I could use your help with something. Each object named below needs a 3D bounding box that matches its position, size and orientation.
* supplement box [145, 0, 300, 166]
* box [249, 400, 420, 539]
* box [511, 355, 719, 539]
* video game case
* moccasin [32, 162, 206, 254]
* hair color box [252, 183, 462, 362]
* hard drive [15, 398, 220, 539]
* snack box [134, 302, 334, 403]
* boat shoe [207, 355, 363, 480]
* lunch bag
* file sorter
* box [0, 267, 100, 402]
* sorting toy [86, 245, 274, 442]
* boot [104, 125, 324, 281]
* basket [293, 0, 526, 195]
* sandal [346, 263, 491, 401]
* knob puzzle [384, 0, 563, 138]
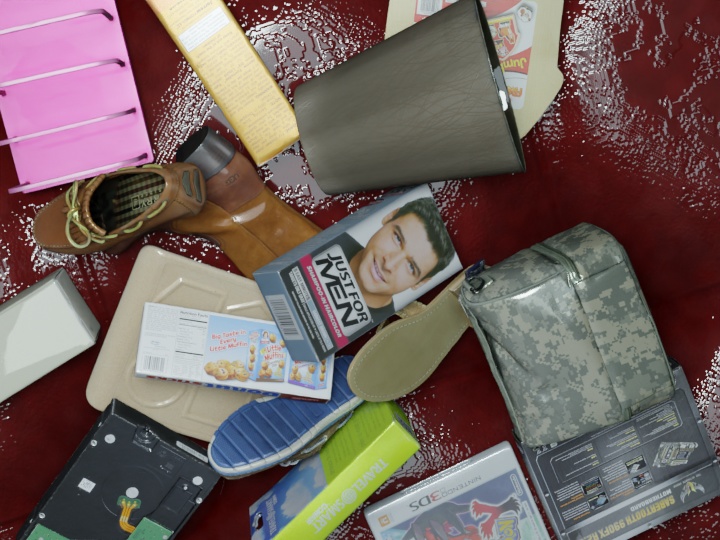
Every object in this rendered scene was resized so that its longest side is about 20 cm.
[{"bbox_3d":[-0.132,-0.205,1.224,0.068,0.067,0.201,-35,102,2],"label":"supplement box"},{"bbox_3d":[-0.030,0.219,1.287,0.200,0.122,0.048,-44,104,4],"label":"box"},{"bbox_3d":[0.288,0.209,1.355,0.198,0.048,0.160,-25,103,0],"label":"box"},{"bbox_3d":[0.123,0.317,1.372,0.180,0.023,0.202,-25,102,-1],"label":"video game case"},{"bbox_3d":[-0.240,-0.057,1.161,0.199,0.077,0.075,-7,84,32],"label":"moccasin"},{"bbox_3d":[0.000,0.000,1.235,0.199,0.060,0.100,-32,104,-29],"label":"hair color box"},{"bbox_3d":[-0.255,0.246,1.289,0.139,0.038,0.201,31,106,-19],"label":"hard drive"},{"bbox_3d":[-0.123,0.083,1.227,0.197,0.024,0.073,10,71,-13],"label":"snack box"},{"bbox_3d":[-0.069,0.166,1.265,0.198,0.072,0.073,-26,147,-28],"label":"boat shoe"},{"bbox_3d":[0.207,0.068,1.269,0.166,0.139,0.202,-26,107,-7],"label":"lunch bag"},{"bbox_3d":[-0.292,-0.185,1.175,0.137,0.125,0.203,-14,99,-3],"label":"file sorter"},{"bbox_3d":[-0.371,0.085,1.254,0.198,0.068,0.083,-30,103,0],"label":"box"},{"bbox_3d":[-0.164,0.084,1.274,0.197,0.037,0.187,20,106,-16],"label":"sorting toy"},{"bbox_3d":[-0.147,-0.029,1.265,0.188,0.069,0.200,-39,118,15],"label":"boot"},{"bbox_3d":[0.045,-0.154,1.204,0.197,0.136,0.183,-16,106,13],"label":"basket"},{"bbox_3d":[0.057,0.062,1.300,0.211,0.069,0.078,-36,116,-21],"label":"sandal"},{"bbox_3d":[0.111,-0.207,1.264,0.215,0.031,0.224,1,108,3],"label":"knob puzzle"}]
